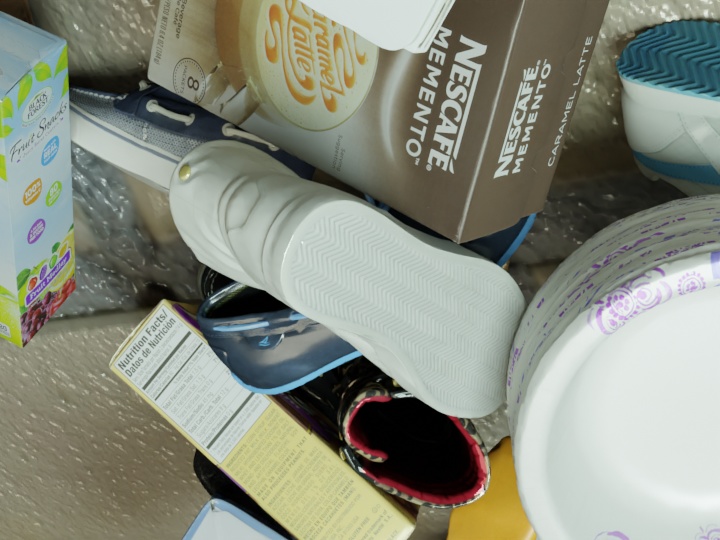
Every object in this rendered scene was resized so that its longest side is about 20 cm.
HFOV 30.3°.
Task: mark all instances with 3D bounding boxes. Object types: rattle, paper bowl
[{"bbox_3d":[0.101,0.218,0.848,0.129,0.144,0.200,-11,137,43],"label":"rattle"},{"bbox_3d":[0.168,0.060,0.635,0.197,0.105,0.204,1,116,1],"label":"paper bowl"}]

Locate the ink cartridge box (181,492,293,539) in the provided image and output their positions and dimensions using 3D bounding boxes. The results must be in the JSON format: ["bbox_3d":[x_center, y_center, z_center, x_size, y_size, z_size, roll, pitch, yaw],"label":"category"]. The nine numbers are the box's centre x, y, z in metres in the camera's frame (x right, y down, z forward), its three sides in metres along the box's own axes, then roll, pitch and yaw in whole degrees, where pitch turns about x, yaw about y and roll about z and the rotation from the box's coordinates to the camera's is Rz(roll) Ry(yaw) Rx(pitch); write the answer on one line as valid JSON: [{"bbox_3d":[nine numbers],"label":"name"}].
[{"bbox_3d":[-0.098,0.216,0.835,0.076,0.137,0.200,32,170,2],"label":"ink cartridge box"}]

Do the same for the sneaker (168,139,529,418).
[{"bbox_3d":[-0.003,-0.001,0.626,0.115,0.074,0.199,30,176,42],"label":"sneaker"}]

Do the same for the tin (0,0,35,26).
[{"bbox_3d":[-0.248,-0.118,0.822,0.110,0.042,0.202,4,132,13],"label":"tin"}]

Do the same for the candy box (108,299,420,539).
[{"bbox_3d":[-0.054,0.103,0.821,0.200,0.117,0.057,42,91,6],"label":"candy box"}]

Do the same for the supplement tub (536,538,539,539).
[{"bbox_3d":[0.111,0.262,0.968,0.131,0.133,0.200,35,135,-13],"label":"supplement tub"}]

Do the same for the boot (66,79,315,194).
[{"bbox_3d":[-0.100,-0.090,0.775,0.198,0.091,0.073,26,178,29],"label":"boot"}]

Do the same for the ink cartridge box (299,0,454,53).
[{"bbox_3d":[0.001,-0.200,0.528,0.144,0.201,0.083,27,136,-6],"label":"ink cartridge box"}]

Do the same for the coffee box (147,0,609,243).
[{"bbox_3d":[0.002,-0.111,0.622,0.198,0.079,0.116,29,118,29],"label":"coffee box"}]

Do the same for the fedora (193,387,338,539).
[{"bbox_3d":[-0.045,0.135,0.935,0.197,0.092,0.203,11,134,11],"label":"fedora"}]

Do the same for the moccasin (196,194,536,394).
[{"bbox_3d":[0.000,0.000,0.700,0.199,0.081,0.068,-35,127,14],"label":"moccasin"}]

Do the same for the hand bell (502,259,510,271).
[{"bbox_3d":[-0.016,-0.023,0.799,0.198,0.104,0.105,23,137,17],"label":"hand bell"}]

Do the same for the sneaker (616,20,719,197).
[{"bbox_3d":[0.216,-0.056,0.642,0.199,0.076,0.081,29,149,38],"label":"sneaker"}]

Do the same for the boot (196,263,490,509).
[{"bbox_3d":[-0.009,0.061,0.806,0.199,0.151,0.073,39,95,-17],"label":"boot"}]

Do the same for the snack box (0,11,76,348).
[{"bbox_3d":[-0.254,-0.071,0.781,0.167,0.068,0.202,24,137,13],"label":"snack box"}]
